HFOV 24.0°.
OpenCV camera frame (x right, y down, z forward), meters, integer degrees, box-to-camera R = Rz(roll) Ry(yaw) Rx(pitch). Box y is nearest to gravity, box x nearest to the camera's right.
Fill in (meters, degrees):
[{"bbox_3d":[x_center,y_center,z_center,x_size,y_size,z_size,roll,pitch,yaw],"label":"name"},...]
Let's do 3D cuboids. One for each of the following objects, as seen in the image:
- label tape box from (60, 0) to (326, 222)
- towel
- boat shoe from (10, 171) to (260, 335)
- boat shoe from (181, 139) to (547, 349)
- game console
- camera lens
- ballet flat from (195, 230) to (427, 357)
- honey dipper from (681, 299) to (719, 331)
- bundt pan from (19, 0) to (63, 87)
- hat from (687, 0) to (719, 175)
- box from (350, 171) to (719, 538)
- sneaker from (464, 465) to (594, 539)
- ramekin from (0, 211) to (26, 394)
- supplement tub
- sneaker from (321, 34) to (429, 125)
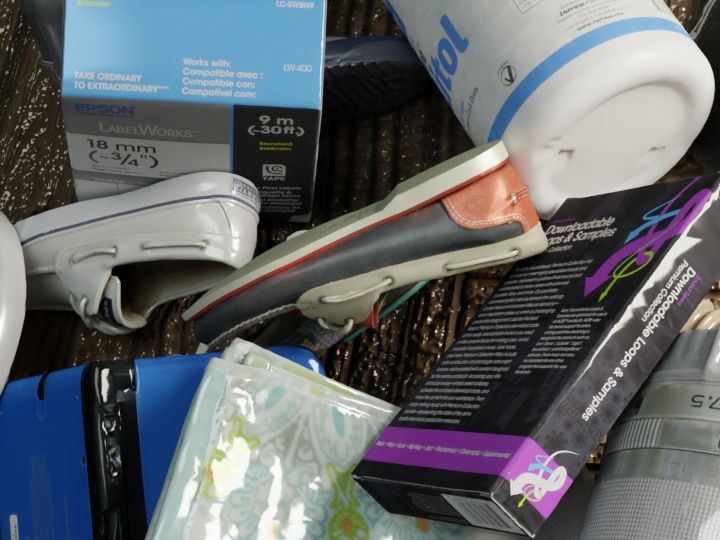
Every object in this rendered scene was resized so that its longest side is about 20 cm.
[{"bbox_3d":[-0.094,-0.102,0.950,0.143,0.200,0.064,3,64,-3],"label":"label tape box"},{"bbox_3d":[-0.027,0.154,0.866,0.170,0.048,0.201,22,71,-12],"label":"towel"},{"bbox_3d":[-0.146,0.002,1.008,0.199,0.071,0.070,-14,60,25],"label":"boat shoe"},{"bbox_3d":[0.000,0.000,0.897,0.199,0.071,0.063,-25,100,11],"label":"boat shoe"},{"bbox_3d":[-0.107,0.151,0.934,0.170,0.118,0.201,-14,79,48],"label":"game console"},{"bbox_3d":[0.176,0.147,0.778,0.159,0.160,0.201,11,70,25],"label":"camera lens"},{"bbox_3d":[-0.035,0.024,0.962,0.200,0.071,0.069,-42,14,1],"label":"ballet flat"},{"bbox_3d":[0.122,-0.005,0.942,0.200,0.038,0.038,34,81,31],"label":"honey dipper"},{"bbox_3d":[-0.130,-0.203,1.068,0.201,0.076,0.203,-18,39,15],"label":"bundt pan"},{"bbox_3d":[0.256,-0.117,0.918,0.199,0.081,0.202,-9,63,18],"label":"hat"},{"bbox_3d":[0.094,0.038,0.831,0.200,0.036,0.143,-52,18,-19],"label":"box"},{"bbox_3d":[0.065,0.172,0.813,0.073,0.115,0.201,2,78,25],"label":"sneaker"},{"bbox_3d":[-0.294,0.040,1.001,0.202,0.094,0.204,-25,53,38],"label":"ramekin"},{"bbox_3d":[0.097,-0.140,0.960,0.132,0.132,0.201,-32,58,4],"label":"supplement tub"},{"bbox_3d":[-0.055,-0.134,1.049,0.199,0.070,0.083,-6,65,16],"label":"sneaker"}]
